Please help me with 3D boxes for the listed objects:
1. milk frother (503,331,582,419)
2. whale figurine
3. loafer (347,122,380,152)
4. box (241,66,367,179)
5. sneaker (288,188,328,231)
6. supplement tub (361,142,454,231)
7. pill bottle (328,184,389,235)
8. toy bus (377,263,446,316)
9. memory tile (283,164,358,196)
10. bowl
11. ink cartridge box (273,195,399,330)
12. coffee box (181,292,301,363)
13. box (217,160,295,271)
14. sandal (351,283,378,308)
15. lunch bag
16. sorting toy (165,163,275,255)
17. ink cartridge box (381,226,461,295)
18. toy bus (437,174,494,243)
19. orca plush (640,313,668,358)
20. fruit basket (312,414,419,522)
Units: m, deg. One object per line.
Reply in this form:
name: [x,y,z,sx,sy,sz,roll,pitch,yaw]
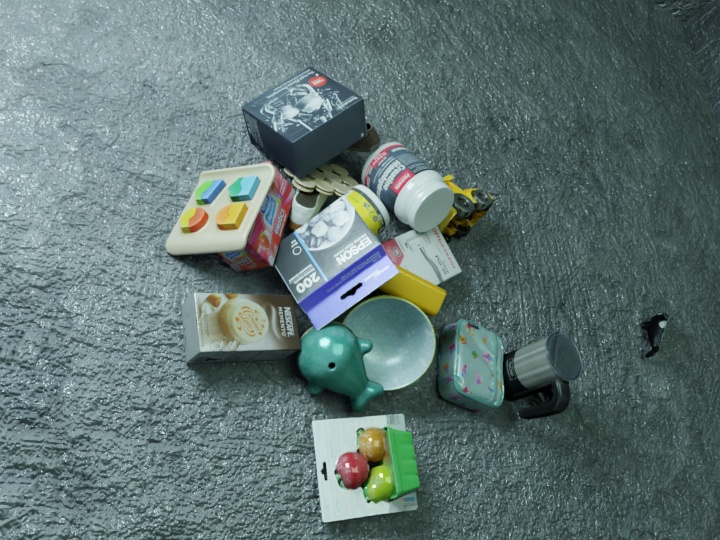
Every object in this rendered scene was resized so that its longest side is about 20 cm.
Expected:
milk frother: [0.454,0.253,1.526,0.199,0.188,0.181,-9,73,-38]
whale figurine: [-0.037,0.195,1.237,0.159,0.104,0.200,-38,103,1]
loafer: [-0.053,-0.326,1.486,0.199,0.071,0.073,3,52,6]
box: [-0.119,-0.325,1.380,0.200,0.104,0.182,-38,58,-23]
sneaker: [-0.121,-0.151,1.413,0.073,0.085,0.200,27,31,0]
supplement tub: [0.109,-0.197,1.497,0.140,0.141,0.200,-13,46,-39]
pill bottle: [-0.044,-0.082,1.358,0.200,0.112,0.113,-40,93,-14]
toy bus: [0.076,0.027,1.349,0.200,0.078,0.065,27,86,-15]
memory tile: [-0.086,-0.209,1.435,0.200,0.017,0.153,6,33,-40]
bowl: [0.052,0.140,1.336,0.200,0.200,0.108,46,7,-7]
ink cartridge box: [-0.058,-0.018,1.237,0.200,0.198,0.043,54,0,29]
coffee box: [-0.223,0.107,1.190,0.199,0.080,0.115,3,66,-34]
box: [-0.215,-0.108,1.274,0.100,0.095,0.201,50,42,-43]
sandal: [0.001,0.000,1.401,0.043,0.076,0.201,38,36,-67]
lunch bag: [0.263,0.218,1.480,0.160,0.077,0.201,25,55,-23]
sorting toy: [-0.270,-0.122,1.217,0.037,0.184,0.201,57,39,-48]
ink cartridge box: [0.124,-0.016,1.495,0.200,0.083,0.147,-25,85,-41]
toy bus: [0.214,-0.181,1.629,0.200,0.136,0.192,-21,65,-42]
orca plush: [0.902,0.193,1.975,0.200,0.071,0.105,-54,146,-35]
fruit basket: [0.008,0.378,1.229,0.199,0.094,0.186,-1,67,-19]
